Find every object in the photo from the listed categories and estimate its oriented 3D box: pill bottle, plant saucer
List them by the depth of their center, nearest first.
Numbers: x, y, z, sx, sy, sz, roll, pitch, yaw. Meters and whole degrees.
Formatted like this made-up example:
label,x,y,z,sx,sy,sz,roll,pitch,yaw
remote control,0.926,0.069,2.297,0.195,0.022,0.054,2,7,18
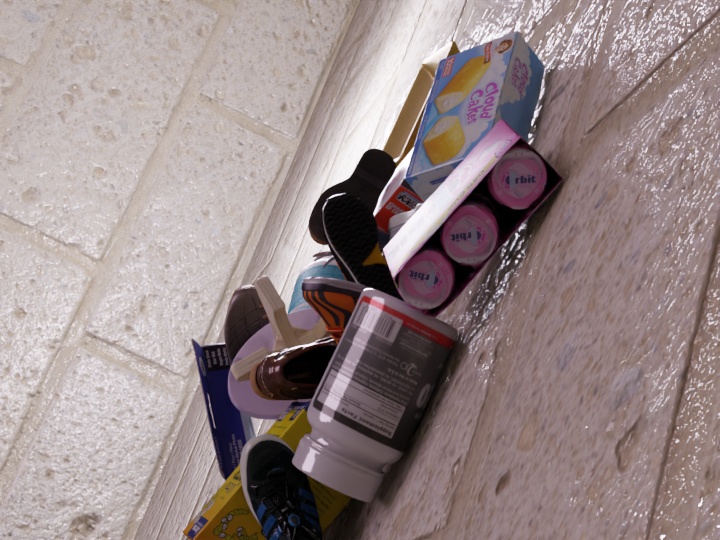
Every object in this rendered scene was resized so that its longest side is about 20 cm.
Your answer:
label,x,y,z,sx,sy,sz,roll,pitch,yaw
pill bottle,0.013,0.131,1.356,0.202,0.113,0.114,-65,10,-2
pill bottle,-0.049,0.059,1.863,0.111,0.110,0.201,-57,13,35
plant saucer,0.100,-0.244,2.015,0.202,0.048,0.200,-65,10,-5

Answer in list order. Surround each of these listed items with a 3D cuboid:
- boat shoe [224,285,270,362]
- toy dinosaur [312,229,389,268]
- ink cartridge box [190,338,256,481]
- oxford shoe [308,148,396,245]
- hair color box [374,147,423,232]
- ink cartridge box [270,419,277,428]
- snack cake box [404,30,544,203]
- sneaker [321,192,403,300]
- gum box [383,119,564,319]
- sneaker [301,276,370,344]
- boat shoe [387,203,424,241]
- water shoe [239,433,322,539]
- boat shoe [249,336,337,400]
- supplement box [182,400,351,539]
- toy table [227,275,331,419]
label,x,y,z,sx,sy,sz,roll,pitch,yaw
boat shoe,-0.151,0.101,1.797,0.072,0.075,0.202,-111,13,-54
toy dinosaur,0.038,0.003,1.756,0.181,0.197,0.107,35,-140,-80
ink cartridge box,-0.176,0.208,1.779,0.200,0.040,0.202,76,179,-69
oxford shoe,-0.015,-0.085,1.764,0.200,0.071,0.072,-48,-7,-45
hair color box,0.062,-0.097,1.782,0.112,0.063,0.200,-62,6,-31
ink cartridge box,-0.121,0.309,1.749,0.199,0.043,0.200,-66,-14,-8
snack cake box,0.133,-0.171,1.479,0.114,0.067,0.202,-17,41,37
sneaker,0.000,0.000,1.632,0.202,0.069,0.090,62,158,26
gum box,0.107,-0.051,1.315,0.200,0.066,0.114,-48,12,9
sneaker,-0.003,0.084,1.440,0.077,0.199,0.114,3,70,41
boat shoe,0.086,-0.039,1.568,0.200,0.069,0.073,162,110,-70
water shoe,-0.066,0.267,1.356,0.071,0.203,0.079,-20,2,-22
boat shoe,-0.032,0.115,1.519,0.070,0.198,0.071,-27,78,50
supplement box,-0.091,0.256,1.451,0.200,0.109,0.109,-49,7,-14
toy table,-0.082,0.103,1.676,0.200,0.184,0.117,-40,-14,-19
